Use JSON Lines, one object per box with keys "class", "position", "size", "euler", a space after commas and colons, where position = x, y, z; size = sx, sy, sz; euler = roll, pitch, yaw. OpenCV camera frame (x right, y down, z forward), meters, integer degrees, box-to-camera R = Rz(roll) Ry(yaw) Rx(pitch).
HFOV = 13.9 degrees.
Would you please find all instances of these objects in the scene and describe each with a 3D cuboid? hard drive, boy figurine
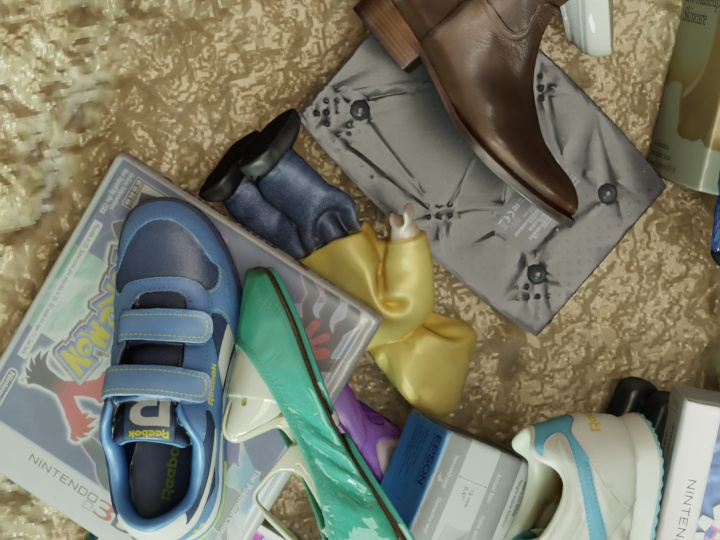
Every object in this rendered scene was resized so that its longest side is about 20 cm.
{"class": "hard drive", "position": [0.070, -0.072, 1.757], "size": [0.200, 0.042, 0.135], "euler": [42, 88, -14]}
{"class": "boy figurine", "position": [0.000, 0.000, 1.724], "size": [0.200, 0.124, 0.065], "euler": [46, 43, -13]}

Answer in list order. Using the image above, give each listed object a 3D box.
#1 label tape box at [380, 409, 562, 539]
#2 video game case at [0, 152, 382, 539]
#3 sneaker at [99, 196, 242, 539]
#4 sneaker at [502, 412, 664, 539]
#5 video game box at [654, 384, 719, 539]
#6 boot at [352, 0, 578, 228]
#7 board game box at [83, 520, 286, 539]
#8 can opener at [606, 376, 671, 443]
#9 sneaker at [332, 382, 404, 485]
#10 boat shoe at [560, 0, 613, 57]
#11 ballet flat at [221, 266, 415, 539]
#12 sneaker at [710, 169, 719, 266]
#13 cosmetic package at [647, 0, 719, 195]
{"class": "label tape box", "position": [0.094, 0.186, 1.723], "size": [0.199, 0.066, 0.144], "euler": [24, 89, -21]}
{"class": "video game case", "position": [-0.113, 0.063, 1.707], "size": [0.182, 0.023, 0.201], "euler": [32, 98, 6]}
{"class": "sneaker", "position": [-0.108, 0.060, 1.654], "size": [0.073, 0.082, 0.202], "euler": [-1, 93, 12]}
{"class": "sneaker", "position": [0.121, 0.180, 1.665], "size": [0.080, 0.076, 0.202], "euler": [1, 91, -17]}
{"class": "video game box", "position": [0.260, 0.175, 1.714], "size": [0.199, 0.047, 0.184], "euler": [10, 100, -5]}
{"class": "boot", "position": [0.124, -0.152, 1.684], "size": [0.200, 0.064, 0.187], "euler": [-42, 94, 5]}
{"class": "board game box", "position": [-0.083, 0.215, 1.773], "size": [0.199, 0.034, 0.135], "euler": [33, 90, -14]}
{"class": "can opener", "position": [0.159, 0.168, 1.818], "size": [0.067, 0.053, 0.201], "euler": [16, 95, -46]}
{"class": "sneaker", "position": [0.033, 0.126, 1.766], "size": [0.088, 0.080, 0.201], "euler": [-39, 110, -9]}
{"class": "boat shoe", "position": [0.105, -0.221, 1.732], "size": [0.068, 0.072, 0.201], "euler": [-11, 106, 9]}
{"class": "ballet flat", "position": [-0.037, 0.096, 1.639], "size": [0.070, 0.067, 0.201], "euler": [-26, 82, -10]}
{"class": "sneaker", "position": [0.283, -0.008, 1.701], "size": [0.199, 0.079, 0.090], "euler": [17, 95, -21]}
{"class": "cosmetic package", "position": [0.238, -0.143, 1.751], "size": [0.071, 0.105, 0.201], "euler": [11, 95, -14]}
